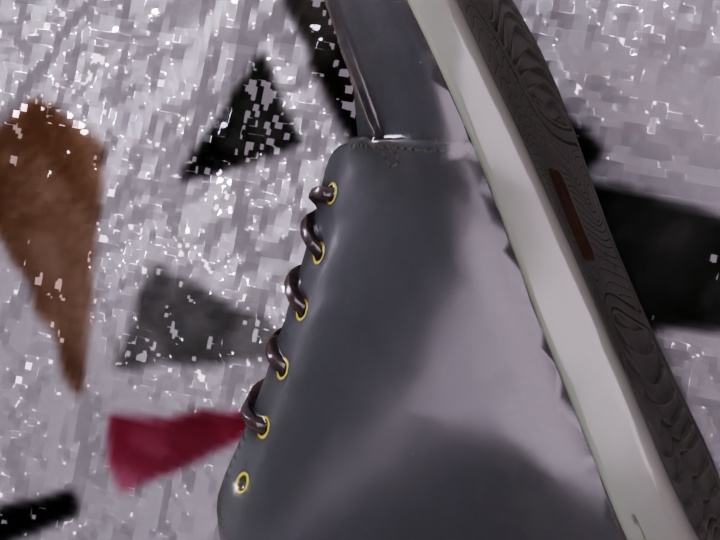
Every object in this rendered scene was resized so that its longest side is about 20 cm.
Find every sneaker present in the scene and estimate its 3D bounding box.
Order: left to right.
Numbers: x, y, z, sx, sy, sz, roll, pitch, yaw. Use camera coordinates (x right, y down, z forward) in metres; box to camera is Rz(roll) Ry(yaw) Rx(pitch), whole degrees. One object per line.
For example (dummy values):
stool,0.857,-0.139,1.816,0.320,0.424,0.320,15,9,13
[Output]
sneaker,0.000,0.000,0.685,0.106,0.075,0.200,-25,77,15
